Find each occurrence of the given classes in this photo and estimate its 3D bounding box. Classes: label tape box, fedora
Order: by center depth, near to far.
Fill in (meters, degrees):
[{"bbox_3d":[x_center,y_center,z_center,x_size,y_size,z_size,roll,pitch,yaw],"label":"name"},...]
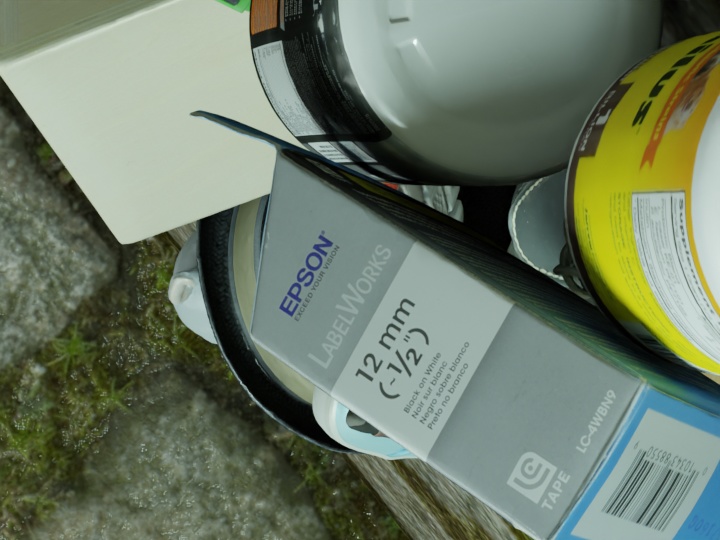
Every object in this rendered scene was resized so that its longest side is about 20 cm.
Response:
[{"bbox_3d":[0.037,0.027,0.939,0.199,0.066,0.143,31,-175,32],"label":"label tape box"},{"bbox_3d":[0.015,-0.015,1.353,0.091,0.201,0.201,-19,114,50],"label":"fedora"}]

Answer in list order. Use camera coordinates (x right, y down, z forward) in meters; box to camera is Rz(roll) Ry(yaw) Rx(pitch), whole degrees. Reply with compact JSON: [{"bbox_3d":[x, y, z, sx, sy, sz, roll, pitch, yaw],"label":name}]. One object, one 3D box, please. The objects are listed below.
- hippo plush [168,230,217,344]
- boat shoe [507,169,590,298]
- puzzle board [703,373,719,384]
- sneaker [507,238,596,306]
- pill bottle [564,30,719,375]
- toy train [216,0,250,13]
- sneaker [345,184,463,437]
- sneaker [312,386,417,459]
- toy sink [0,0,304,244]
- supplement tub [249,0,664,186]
[{"bbox_3d":[-0.032,-0.022,1.531,0.200,0.161,0.159,47,172,17],"label":"hippo plush"},{"bbox_3d":[0.097,-0.022,1.006,0.200,0.062,0.073,-8,104,64],"label":"boat shoe"},{"bbox_3d":[0.157,0.049,1.040,0.151,0.017,0.201,46,143,31],"label":"puzzle board"},{"bbox_3d":[0.100,-0.007,1.248,0.073,0.080,0.200,9,-176,2],"label":"sneaker"},{"bbox_3d":[0.133,-0.020,0.806,0.109,0.109,0.200,51,172,-8],"label":"pill bottle"},{"bbox_3d":[-0.011,-0.109,1.174,0.199,0.042,0.056,24,-164,-29],"label":"toy train"},{"bbox_3d":[0.000,0.000,1.190,0.081,0.077,0.201,1,124,23],"label":"sneaker"},{"bbox_3d":[0.080,0.061,1.285,0.082,0.199,0.074,-137,48,-63],"label":"sneaker"},{"bbox_3d":[-0.053,-0.122,1.283,0.131,0.199,0.113,57,-161,-44],"label":"toy sink"},{"bbox_3d":[0.027,-0.092,1.019,0.123,0.122,0.200,51,173,-10],"label":"supplement tub"}]
